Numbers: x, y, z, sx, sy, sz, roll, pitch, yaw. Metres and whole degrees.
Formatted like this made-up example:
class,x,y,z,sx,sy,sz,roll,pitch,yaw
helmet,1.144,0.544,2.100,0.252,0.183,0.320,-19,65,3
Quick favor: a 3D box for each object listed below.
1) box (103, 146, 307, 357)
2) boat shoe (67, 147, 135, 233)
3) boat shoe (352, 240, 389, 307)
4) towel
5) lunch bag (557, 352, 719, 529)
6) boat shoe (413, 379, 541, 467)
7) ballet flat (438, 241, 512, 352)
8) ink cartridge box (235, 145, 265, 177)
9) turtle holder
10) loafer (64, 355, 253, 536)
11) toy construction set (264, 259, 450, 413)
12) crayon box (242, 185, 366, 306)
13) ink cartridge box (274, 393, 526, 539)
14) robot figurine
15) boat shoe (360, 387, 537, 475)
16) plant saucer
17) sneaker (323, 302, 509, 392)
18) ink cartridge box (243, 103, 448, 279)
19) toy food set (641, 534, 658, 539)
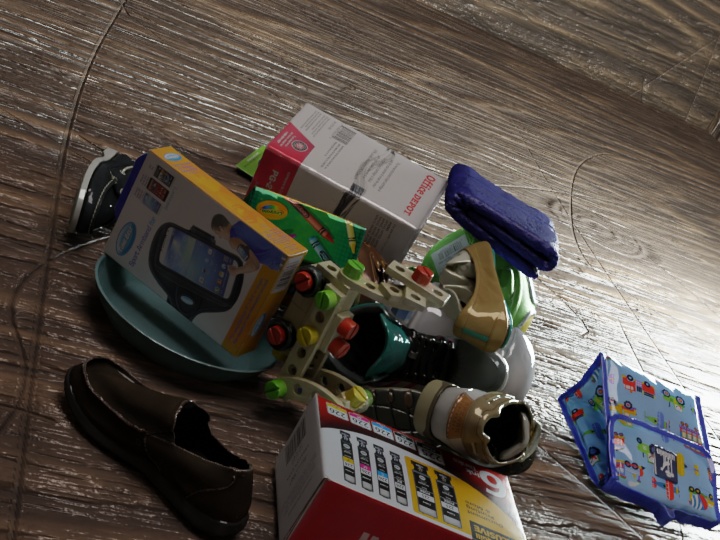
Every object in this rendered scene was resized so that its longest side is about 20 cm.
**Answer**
class,x,y,z,sx,sy,sz,roll,pitch,yaw
box,-0.157,-0.025,1.291,0.200,0.119,0.041,36,24,16
boat shoe,-0.261,-0.082,1.448,0.060,0.076,0.200,21,22,-6
boat shoe,0.000,0.000,1.464,0.067,0.072,0.200,12,12,-11
towel,0.158,-0.057,1.579,0.147,0.050,0.200,31,13,-2
lunch bag,0.323,0.213,1.567,0.150,0.094,0.200,24,34,-20
boat shoe,0.123,0.148,1.248,0.068,0.075,0.200,17,-1,33
ballet flat,0.112,0.016,1.415,0.063,0.069,0.200,14,22,-10
ink cartridge box,-0.049,-0.130,1.841,0.200,0.076,0.148,32,20,1
turtle holder,0.157,0.039,1.646,0.185,0.141,0.132,37,4,36
loafer,-0.155,0.127,1.111,0.200,0.071,0.073,37,22,18
toy construction set,-0.014,0.066,1.260,0.131,0.200,0.092,40,12,24
crayon box,-0.082,-0.018,1.401,0.119,0.058,0.200,20,-16,-12
ink cartridge box,0.036,0.215,1.146,0.200,0.084,0.176,25,21,-16
robot figurine,0.105,0.089,1.488,0.200,0.113,0.170,30,34,0
boat shoe,0.073,0.163,1.355,0.199,0.076,0.074,16,-9,-18
plant saucer,-0.170,0.049,1.324,0.200,0.036,0.200,26,22,-11
sneaker,0.046,0.083,1.359,0.199,0.084,0.121,7,-10,10
ink cartridge box,-0.014,-0.095,1.618,0.200,0.084,0.145,29,33,3
toy food set,0.290,0.323,1.273,0.143,0.060,0.200,38,21,19
